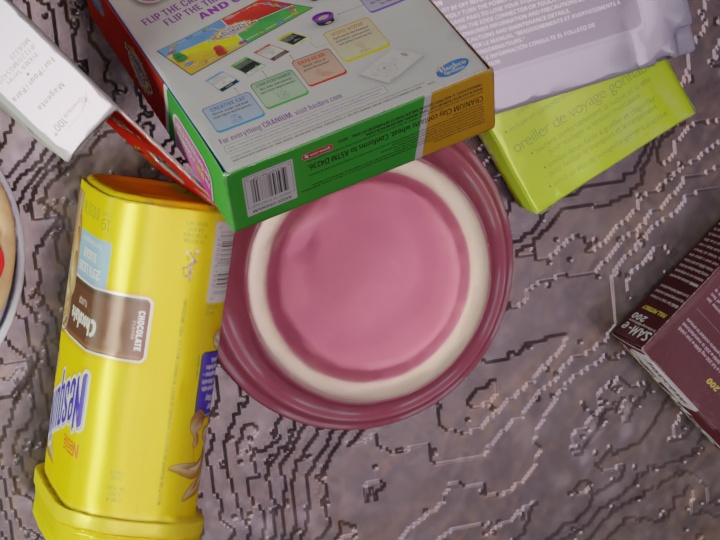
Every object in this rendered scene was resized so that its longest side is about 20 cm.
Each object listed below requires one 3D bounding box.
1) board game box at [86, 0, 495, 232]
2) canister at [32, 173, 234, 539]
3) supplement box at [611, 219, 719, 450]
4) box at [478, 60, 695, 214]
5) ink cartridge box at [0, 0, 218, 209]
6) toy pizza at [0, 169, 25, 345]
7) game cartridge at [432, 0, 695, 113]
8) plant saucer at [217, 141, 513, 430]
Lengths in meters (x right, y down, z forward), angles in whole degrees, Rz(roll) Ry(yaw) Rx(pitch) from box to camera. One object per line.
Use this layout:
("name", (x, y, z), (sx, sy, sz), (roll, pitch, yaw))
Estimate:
("board game box", (-0.041, -0.120, 1.268), (0.152, 0.200, 0.041), (-22, 137, -15))
("canister", (-0.128, 0.053, 1.366), (0.086, 0.148, 0.202), (7, 96, -15))
("supplement box", (0.266, 0.009, 1.504), (0.200, 0.061, 0.109), (-45, 106, -4))
("box", (0.101, -0.150, 1.440), (0.122, 0.048, 0.201), (-32, 105, -8))
("ink cartridge box", (-0.161, -0.085, 1.304), (0.044, 0.200, 0.174), (-46, 107, -4))
("toy pizza", (-0.290, -0.005, 1.373), (0.199, 0.032, 0.202), (-3, 100, -14))
("game cartridge", (0.086, -0.163, 1.391), (0.199, 0.041, 0.134), (-17, 106, -9))
("plant saucer", (0.000, 0.000, 1.439), (0.199, 0.051, 0.202), (-3, 101, -14))
